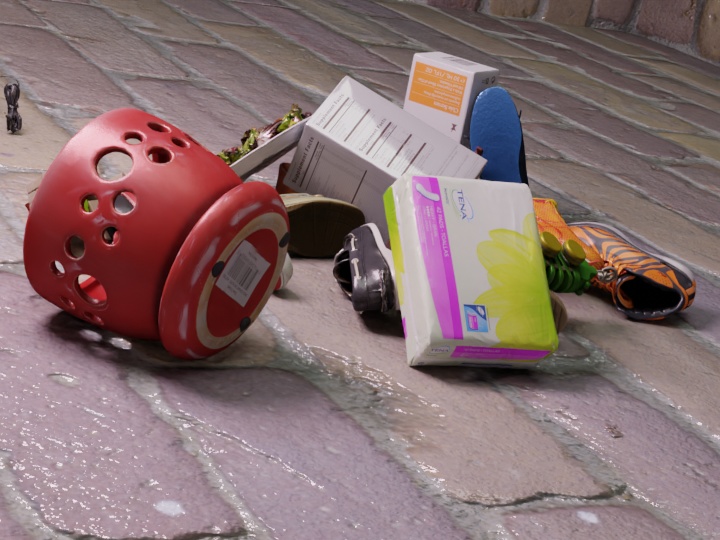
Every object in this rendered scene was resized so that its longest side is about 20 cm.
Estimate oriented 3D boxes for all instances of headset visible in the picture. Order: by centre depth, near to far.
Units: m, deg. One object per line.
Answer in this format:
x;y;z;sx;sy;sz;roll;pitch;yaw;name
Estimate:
-0.535;-0.230;2.038;0.199;0.094;0.123;3;17;26;headset

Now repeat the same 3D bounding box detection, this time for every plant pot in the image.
-0.181;-0.024;1.411;0.182;0.201;0.200;29;23;22;plant pot

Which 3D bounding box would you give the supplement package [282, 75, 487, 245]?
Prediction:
0.028;-0.118;1.824;0.200;0.114;0.110;32;48;4;supplement package

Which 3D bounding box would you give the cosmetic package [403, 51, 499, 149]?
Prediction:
0.110;-0.187;2.082;0.101;0.201;0.071;21;20;30;cosmetic package

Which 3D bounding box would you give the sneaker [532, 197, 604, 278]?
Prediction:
0.225;-0.051;1.854;0.200;0.077;0.073;35;-13;44;sneaker

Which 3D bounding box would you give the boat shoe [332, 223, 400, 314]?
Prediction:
0.000;0.000;1.656;0.060;0.074;0.200;-9;21;-10;boat shoe

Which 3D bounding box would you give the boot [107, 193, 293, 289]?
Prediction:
-0.180;-0.025;1.629;0.200;0.072;0.144;42;57;16;boot

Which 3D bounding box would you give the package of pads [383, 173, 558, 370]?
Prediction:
0.114;0.000;1.562;0.154;0.068;0.201;4;63;-23;package of pads

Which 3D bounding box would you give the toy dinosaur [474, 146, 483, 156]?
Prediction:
0.040;-0.153;2.041;0.182;0.200;0.105;50;11;11;toy dinosaur

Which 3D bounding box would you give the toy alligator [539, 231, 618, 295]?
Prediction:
0.231;0.004;1.720;0.200;0.059;0.054;16;42;-39;toy alligator

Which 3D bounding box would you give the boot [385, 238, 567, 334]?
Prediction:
0.125;0.010;1.706;0.199;0.073;0.166;17;12;-7;boot

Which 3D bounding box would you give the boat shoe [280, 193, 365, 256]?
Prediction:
-0.090;-0.057;1.770;0.200;0.073;0.063;-6;29;-28;boat shoe

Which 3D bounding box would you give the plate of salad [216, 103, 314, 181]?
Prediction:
-0.135;-0.143;1.849;0.048;0.200;0.200;57;23;-1;plate of salad

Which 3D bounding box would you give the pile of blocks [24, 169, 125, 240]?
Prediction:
-0.302;-0.059;1.676;0.062;0.082;0.200;-27;-8;22;pile of blocks

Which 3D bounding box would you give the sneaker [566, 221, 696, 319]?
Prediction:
0.304;-0.001;1.848;0.200;0.078;0.112;18;17;17;sneaker

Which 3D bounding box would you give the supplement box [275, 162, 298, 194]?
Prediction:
-0.005;-0.085;1.916;0.199;0.067;0.069;5;19;-20;supplement box

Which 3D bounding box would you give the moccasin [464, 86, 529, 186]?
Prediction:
0.182;-0.143;2.038;0.080;0.201;0.068;-5;6;8;moccasin
